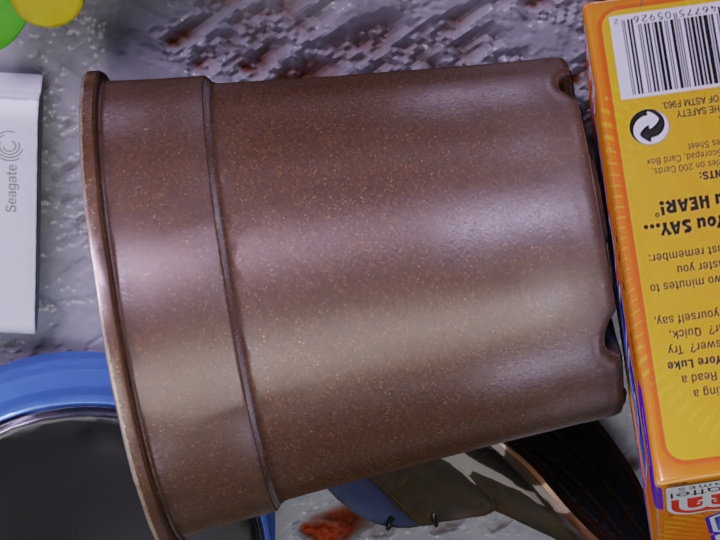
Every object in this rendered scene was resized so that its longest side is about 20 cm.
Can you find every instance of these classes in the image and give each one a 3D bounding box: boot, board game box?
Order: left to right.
[{"bbox_3d":[0.049,0.089,1.278,0.097,0.075,0.200,-33,114,34],"label":"boot"},{"bbox_3d":[0.203,0.012,1.087,0.200,0.200,0.200,-8,156,4],"label":"board game box"}]

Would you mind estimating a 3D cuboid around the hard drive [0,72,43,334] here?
[{"bbox_3d":[-0.240,-0.032,1.189,0.200,0.027,0.132,3,129,-5],"label":"hard drive"}]

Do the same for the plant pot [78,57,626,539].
[{"bbox_3d":[0.000,0.000,1.121,0.198,0.200,0.200,-10,129,1],"label":"plant pot"}]

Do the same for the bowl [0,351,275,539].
[{"bbox_3d":[-0.136,0.135,1.284,0.200,0.039,0.201,-5,115,-11],"label":"bowl"}]

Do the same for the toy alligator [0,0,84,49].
[{"bbox_3d":[-0.096,-0.157,1.071,0.200,0.059,0.054,-34,123,23],"label":"toy alligator"}]
